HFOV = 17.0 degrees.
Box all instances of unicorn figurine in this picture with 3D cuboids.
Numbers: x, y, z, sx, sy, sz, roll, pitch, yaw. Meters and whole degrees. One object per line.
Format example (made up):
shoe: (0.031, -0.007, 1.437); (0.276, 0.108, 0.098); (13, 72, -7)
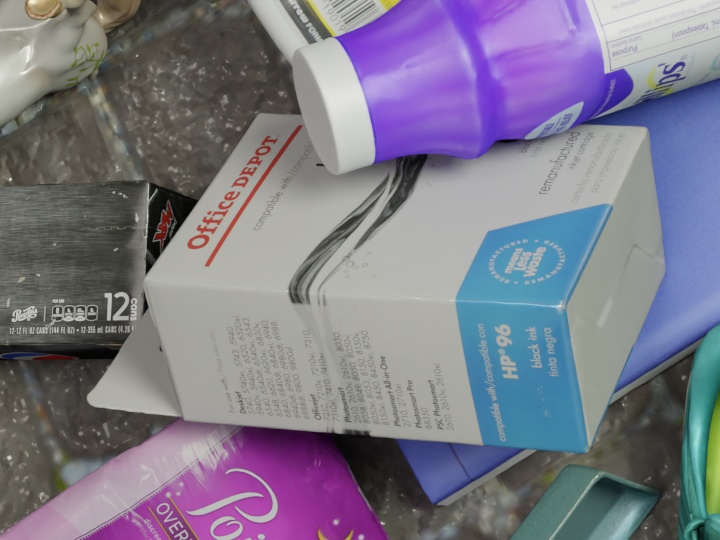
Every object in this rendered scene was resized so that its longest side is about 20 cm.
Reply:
unicorn figurine: (-0.175, -0.078, 1.011); (0.200, 0.137, 0.074); (-19, 81, 0)

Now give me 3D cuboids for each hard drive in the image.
hard drive: (0.082, -0.016, 0.942); (0.200, 0.025, 0.132); (-34, 71, 14)

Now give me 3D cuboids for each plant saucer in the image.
plant saucer: (0.038, 0.155, 0.911); (0.019, 0.070, 0.200); (40, 98, 27)

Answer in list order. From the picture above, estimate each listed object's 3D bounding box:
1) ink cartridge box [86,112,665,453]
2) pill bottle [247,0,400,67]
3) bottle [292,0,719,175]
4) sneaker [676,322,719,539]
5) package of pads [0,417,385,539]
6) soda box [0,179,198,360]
ink cartridge box: (0.000, 0.000, 0.890); (0.200, 0.116, 0.068); (3, 126, 22)
pill bottle: (0.053, -0.151, 0.926); (0.200, 0.112, 0.112); (-32, 72, 14)
bottle: (0.076, -0.085, 0.860); (0.200, 0.084, 0.065); (-18, 83, -12)
sneaker: (0.138, 0.113, 0.871); (0.077, 0.080, 0.200); (-5, 81, 21)
package of pads: (-0.081, 0.139, 0.916); (0.200, 0.076, 0.121); (-32, 69, -9)
soda box: (-0.165, 0.002, 1.017); (0.200, 0.063, 0.071); (-1, 82, 21)
